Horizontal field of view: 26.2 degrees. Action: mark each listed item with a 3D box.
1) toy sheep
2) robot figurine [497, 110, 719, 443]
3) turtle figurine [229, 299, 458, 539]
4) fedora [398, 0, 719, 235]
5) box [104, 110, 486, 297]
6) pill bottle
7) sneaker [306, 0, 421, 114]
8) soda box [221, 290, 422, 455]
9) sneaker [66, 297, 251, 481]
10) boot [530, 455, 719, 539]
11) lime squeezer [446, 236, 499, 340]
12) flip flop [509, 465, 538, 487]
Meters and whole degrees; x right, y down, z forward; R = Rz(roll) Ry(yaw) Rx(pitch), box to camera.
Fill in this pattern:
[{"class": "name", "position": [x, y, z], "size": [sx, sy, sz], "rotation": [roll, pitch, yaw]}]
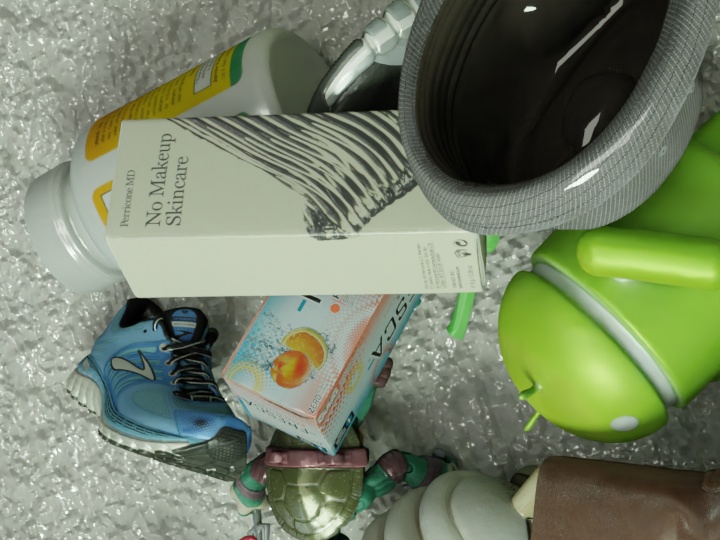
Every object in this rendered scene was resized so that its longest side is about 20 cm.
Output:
[{"class": "toy sheep", "position": [0.056, 0.185, 0.884], "size": [0.138, 0.138, 0.200], "rotation": [46, 116, 12]}, {"class": "robot figurine", "position": [0.156, 0.008, 0.830], "size": [0.200, 0.176, 0.116], "rotation": [-44, 69, -6]}, {"class": "turtle figurine", "position": [-0.015, 0.115, 0.951], "size": [0.149, 0.101, 0.202], "rotation": [2, 86, 10]}, {"class": "fedora", "position": [0.109, -0.101, 0.757], "size": [0.176, 0.090, 0.201], "rotation": [8, 75, 42]}, {"class": "box", "position": [-0.032, -0.036, 0.836], "size": [0.198, 0.068, 0.083], "rotation": [-2, 61, 7]}, {"class": "pill bottle", "position": [-0.108, -0.060, 0.961], "size": [0.199, 0.113, 0.113], "rotation": [-25, 86, 24]}, {"class": "sneaker", "position": [0.072, -0.115, 0.866], "size": [0.200, 0.075, 0.116], "rotation": [-42, 85, -6]}, {"class": "soda box", "position": [0.000, 0.000, 0.894], "size": [0.063, 0.068, 0.201], "rotation": [24, 71, 19]}, {"class": "sneaker", "position": [-0.123, 0.066, 0.967], "size": [0.200, 0.078, 0.090], "rotation": [27, 94, 55]}, {"class": "boot", "position": [0.158, 0.092, 0.748], "size": [0.199, 0.064, 0.188], "rotation": [-6, 86, 43]}, {"class": "lime squeezer", "position": [0.098, -0.038, 0.896], "size": [0.070, 0.038, 0.200], "rotation": [29, 112, -28]}, {"class": "flip flop", "position": [0.176, 0.163, 0.893], "size": [0.199, 0.058, 0.081], "rotation": [27, 143, 33]}]
